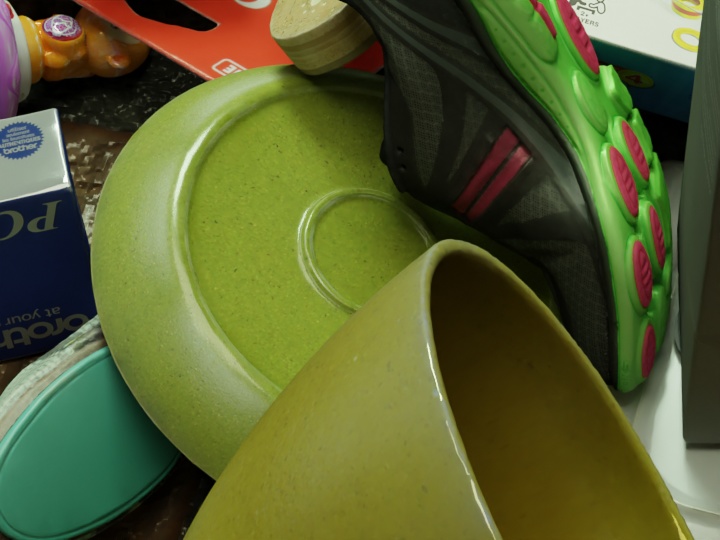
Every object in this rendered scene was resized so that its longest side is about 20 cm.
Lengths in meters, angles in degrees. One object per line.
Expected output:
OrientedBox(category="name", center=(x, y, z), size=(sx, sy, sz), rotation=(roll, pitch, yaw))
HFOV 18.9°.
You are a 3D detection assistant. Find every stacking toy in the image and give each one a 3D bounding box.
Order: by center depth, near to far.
OrientedBox(category="stacking toy", center=(-0.178, -0.084, 0.901), size=(0.199, 0.110, 0.116), rotation=(-12, 41, -24))

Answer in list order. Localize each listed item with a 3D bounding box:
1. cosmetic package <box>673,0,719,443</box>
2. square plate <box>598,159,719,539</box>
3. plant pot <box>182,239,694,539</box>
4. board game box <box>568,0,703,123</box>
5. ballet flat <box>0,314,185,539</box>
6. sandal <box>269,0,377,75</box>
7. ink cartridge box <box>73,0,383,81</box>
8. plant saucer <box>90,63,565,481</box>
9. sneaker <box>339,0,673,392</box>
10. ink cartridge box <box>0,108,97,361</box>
OrientedBox(category="cosmetic package", center=(0.153, -0.035, 0.729), size=(0.089, 0.201, 0.107), rotation=(0, 55, 7))
OrientedBox(category="square plate", center=(0.186, 0.045, 0.806), size=(0.198, 0.029, 0.199), rotation=(12, 54, 14))
OrientedBox(category="plant pot", center=(0.017, 0.112, 0.683), size=(0.141, 0.200, 0.201), rotation=(-30, 51, 17))
OrientedBox(category="board game box", center=(0.143, -0.158, 0.845), size=(0.198, 0.056, 0.197), rotation=(16, 75, 4))
OrientedBox(category="ballet flat", center=(-0.084, 0.036, 0.815), size=(0.071, 0.069, 0.200), rotation=(7, 39, 45))
OrientedBox(category="sandal", center=(-0.005, -0.171, 0.862), size=(0.077, 0.070, 0.213), rotation=(-21, 35, 31))
OrientedBox(category="ink cartridge box", center=(-0.046, -0.155, 0.943), size=(0.199, 0.044, 0.173), rotation=(31, 44, 25))
OrientedBox(category="plant saucer", center=(0.000, 0.000, 0.804), size=(0.198, 0.031, 0.201), rotation=(11, 57, -17))
OrientedBox(category="sneaker", center=(0.053, -0.046, 0.788), size=(0.083, 0.201, 0.077), rotation=(-23, 10, 28))
OrientedBox(category="ink cartridge box", center=(-0.202, 0.004, 0.824), size=(0.198, 0.094, 0.044), rotation=(-13, 52, -6))
